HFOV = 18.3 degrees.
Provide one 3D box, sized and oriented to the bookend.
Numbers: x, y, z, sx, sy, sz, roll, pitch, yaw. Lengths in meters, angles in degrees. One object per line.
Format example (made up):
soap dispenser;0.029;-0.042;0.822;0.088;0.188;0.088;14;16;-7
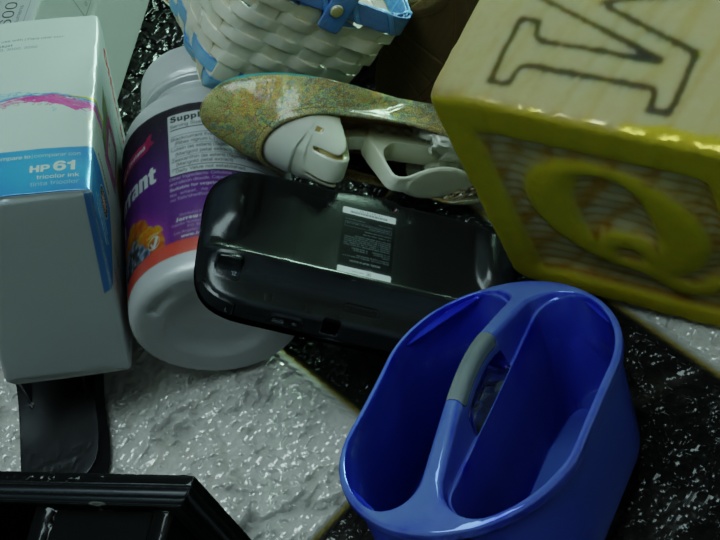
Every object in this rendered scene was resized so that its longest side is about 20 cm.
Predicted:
bookend;-0.188;0.226;1.299;0.198;0.092;0.201;-1;58;26

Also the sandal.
sandal;-0.202;0.058;1.459;0.076;0.043;0.201;-27;49;7

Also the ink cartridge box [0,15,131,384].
ink cartridge box;-0.196;-0.049;1.431;0.084;0.145;0.201;-8;39;0

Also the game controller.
game controller;0.000;0.000;1.342;0.199;0.042;0.105;14;46;-11

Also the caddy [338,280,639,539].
caddy;0.072;0.088;1.232;0.141;0.105;0.200;1;41;27

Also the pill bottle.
pill bottle;-0.097;-0.046;1.437;0.111;0.112;0.201;-18;50;14

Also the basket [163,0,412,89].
basket;-0.035;-0.213;1.410;0.201;0.138;0.177;-59;33;29

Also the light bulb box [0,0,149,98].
light bulb box;-0.271;-0.197;1.623;0.199;0.125;0.199;-1;57;24

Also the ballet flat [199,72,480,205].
ballet flat;0.000;-0.077;1.383;0.199;0.071;0.071;7;49;-20

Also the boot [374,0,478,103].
boot;0.102;-0.179;1.451;0.073;0.200;0.155;45;42;16

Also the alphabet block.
alphabet block;0.186;-0.106;1.284;0.195;0.196;0.201;14;63;32

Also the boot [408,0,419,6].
boot;0.003;-0.232;1.526;0.199;0.107;0.075;-20;49;10
